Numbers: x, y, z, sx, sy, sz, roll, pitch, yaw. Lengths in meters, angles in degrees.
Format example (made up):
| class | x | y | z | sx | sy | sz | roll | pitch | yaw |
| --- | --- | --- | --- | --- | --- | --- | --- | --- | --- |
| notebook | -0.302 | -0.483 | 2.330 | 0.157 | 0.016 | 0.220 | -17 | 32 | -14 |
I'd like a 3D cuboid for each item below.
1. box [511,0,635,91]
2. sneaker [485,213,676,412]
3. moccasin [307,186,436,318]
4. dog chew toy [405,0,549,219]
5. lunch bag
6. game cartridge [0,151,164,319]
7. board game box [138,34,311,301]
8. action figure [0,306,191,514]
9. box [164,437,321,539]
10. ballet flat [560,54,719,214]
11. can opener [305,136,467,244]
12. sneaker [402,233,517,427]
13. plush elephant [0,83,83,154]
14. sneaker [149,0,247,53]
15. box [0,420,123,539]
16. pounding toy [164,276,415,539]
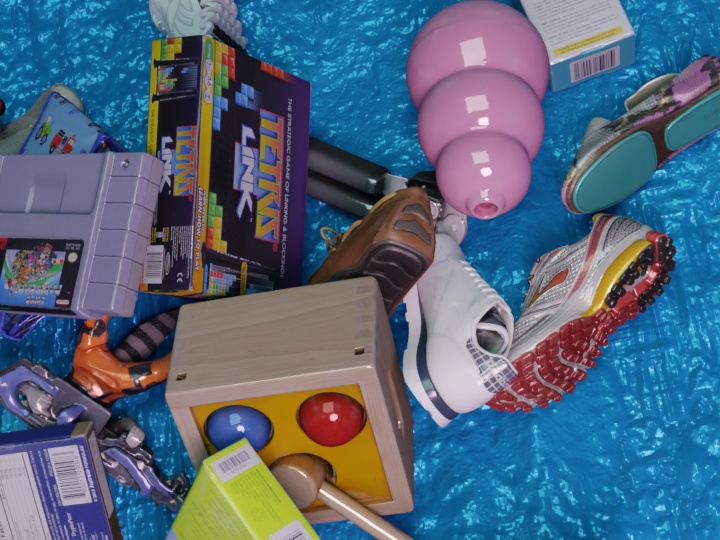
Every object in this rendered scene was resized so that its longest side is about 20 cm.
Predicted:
| class | x | y | z | sx | sy | sz | roll | pitch | yaw |
| --- | --- | --- | --- | --- | --- | --- | --- | --- | --- |
| box | 0.175 | -0.265 | 1.292 | 0.082 | 0.049 | 0.201 | -19 | 63 | 1 |
| sneaker | 0.163 | 0.035 | 1.151 | 0.200 | 0.078 | 0.082 | -42 | 47 | -11 |
| moccasin | -0.002 | -0.001 | 1.134 | 0.073 | 0.202 | 0.078 | 20 | 54 | -10 |
| dog chew toy | 0.101 | -0.130 | 1.192 | 0.124 | 0.125 | 0.201 | -6 | 54 | 8 |
| lunch bag | -0.274 | -0.036 | 1.224 | 0.200 | 0.094 | 0.150 | -51 | 34 | -2 |
| game cartridge | -0.248 | -0.029 | 1.122 | 0.199 | 0.038 | 0.131 | 2 | 72 | 35 |
| board game box | -0.106 | -0.073 | 1.161 | 0.056 | 0.165 | 0.202 | -1 | 84 | 30 |
| action figure | -0.199 | 0.116 | 1.185 | 0.200 | 0.105 | 0.194 | 42 | 85 | -3 |
| box | -0.093 | 0.227 | 1.050 | 0.047 | 0.200 | 0.122 | -25 | 67 | -36 |
| ballet flat | 0.239 | -0.119 | 1.209 | 0.199 | 0.069 | 0.071 | -34 | 46 | -10 |
| can opener | 0.011 | -0.073 | 1.243 | 0.199 | 0.053 | 0.066 | 21 | 36 | 18 |
| sneaker | 0.083 | 0.035 | 1.123 | 0.080 | 0.076 | 0.201 | -32 | 34 | 23 |
| plush elephant | -0.384 | -0.140 | 1.284 | 0.164 | 0.155 | 0.201 | 27 | 73 | 21 |
| sneaker | -0.155 | -0.231 | 1.337 | 0.081 | 0.075 | 0.201 | -17 | 60 | 18 |
| box | -0.298 | 0.192 | 1.142 | 0.198 | 0.122 | 0.032 | -8 | 20 | 6 |
| pounding toy | -0.031 | 0.133 | 1.083 | 0.183 | 0.201 | 0.143 | -9 | 38 | 9 |
